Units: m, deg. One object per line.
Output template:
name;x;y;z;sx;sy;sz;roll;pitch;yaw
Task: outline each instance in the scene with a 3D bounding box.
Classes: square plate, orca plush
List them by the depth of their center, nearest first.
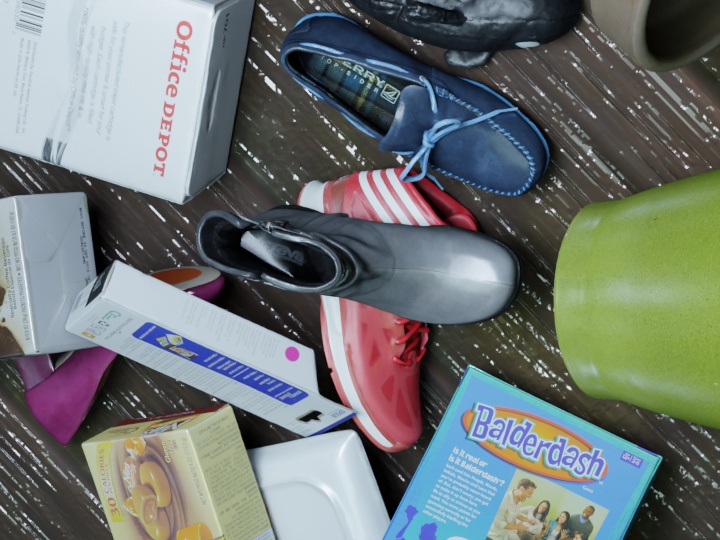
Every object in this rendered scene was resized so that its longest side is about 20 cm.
orca plush;0.044;-0.193;1.459;0.199;0.071;0.106;30;114;9
square plate;-0.048;0.226;1.616;0.197;0.028;0.201;-14;99;39

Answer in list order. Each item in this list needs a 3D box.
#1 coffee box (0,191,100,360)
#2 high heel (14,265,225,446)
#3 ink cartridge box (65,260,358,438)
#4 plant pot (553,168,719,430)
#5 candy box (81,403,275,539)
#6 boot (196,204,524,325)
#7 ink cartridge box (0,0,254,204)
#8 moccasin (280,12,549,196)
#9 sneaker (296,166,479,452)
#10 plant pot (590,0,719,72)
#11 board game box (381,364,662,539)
coffee box;-0.291;0.013;1.604;0.199;0.080;0.114;-9;88;35
high heel;-0.168;0.062;1.622;0.199;0.067;0.097;-18;104;32
ink cartridge box;-0.101;0.058;1.532;0.199;0.037;0.095;27;156;-15
plant pot;0.234;0.020;1.404;0.192;0.200;0.202;-2;106;32
candy box;-0.119;0.205;1.604;0.115;0.055;0.201;-10;103;41
boot;0.000;0.000;1.438;0.198;0.132;0.070;7;94;15
ink cartridge box;-0.187;-0.150;1.548;0.199;0.086;0.147;17;112;13
moccasin;0.030;-0.101;1.492;0.199;0.068;0.081;26;119;10
sneaker;0.034;0.024;1.527;0.115;0.078;0.201;-14;102;24
plant pot;0.173;-0.250;1.345;0.174;0.200;0.201;41;116;22
board game box;0.098;0.188;1.511;0.151;0.045;0.201;26;76;11
